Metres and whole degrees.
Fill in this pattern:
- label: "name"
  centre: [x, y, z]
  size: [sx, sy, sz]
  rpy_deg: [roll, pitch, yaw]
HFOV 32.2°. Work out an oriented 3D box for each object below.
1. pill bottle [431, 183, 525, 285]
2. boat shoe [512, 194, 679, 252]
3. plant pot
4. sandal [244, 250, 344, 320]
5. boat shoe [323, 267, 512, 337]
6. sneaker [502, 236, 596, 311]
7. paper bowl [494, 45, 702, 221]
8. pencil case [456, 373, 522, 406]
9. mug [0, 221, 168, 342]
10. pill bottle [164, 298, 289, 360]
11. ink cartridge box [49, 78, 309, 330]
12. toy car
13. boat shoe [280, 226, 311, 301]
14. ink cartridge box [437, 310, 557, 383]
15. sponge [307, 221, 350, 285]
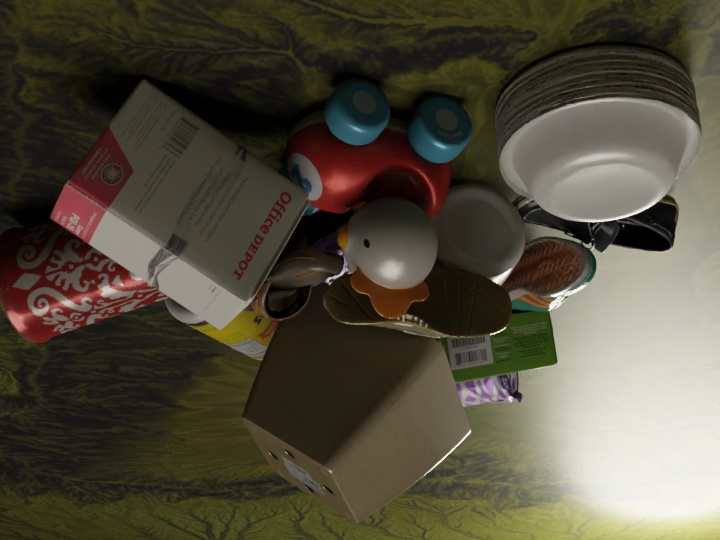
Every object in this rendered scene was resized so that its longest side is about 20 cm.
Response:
- label: "pill bottle"
  centre: [0.108, -0.004, 1.439]
  size: [0.115, 0.117, 0.200]
  rpy_deg: [4, 154, -11]
- label: "boat shoe"
  centre: [0.267, -0.057, 1.404]
  size: [0.198, 0.063, 0.075]
  rpy_deg: [6, 154, -13]
- label: "plant pot"
  centre: [-0.017, 0.161, 1.420]
  size: [0.199, 0.177, 0.201]
  rpy_deg: [26, 154, 31]
- label: "sandal"
  centre: [-0.081, 0.024, 1.356]
  size: [0.081, 0.055, 0.199]
  rpy_deg: [5, 165, -35]
- label: "boat shoe"
  centre: [0.060, 0.035, 1.328]
  size: [0.199, 0.074, 0.063]
  rpy_deg: [0, 178, -6]
- label: "sneaker"
  centre: [0.220, 0.007, 1.462]
  size: [0.079, 0.072, 0.200]
  rpy_deg: [9, 168, -28]
- label: "paper bowl"
  centre: [0.233, -0.122, 1.226]
  size: [0.199, 0.105, 0.201]
  rpy_deg: [0, 153, 0]
- label: "pencil case"
  centre: [0.138, 0.167, 1.816]
  size: [0.198, 0.084, 0.086]
  rpy_deg: [-13, 108, 28]
- label: "mug"
  centre: [-0.287, -0.017, 1.420]
  size: [0.198, 0.178, 0.134]
  rpy_deg: [-15, 111, 16]
- label: "pill bottle"
  centre: [-0.139, 0.041, 1.521]
  size: [0.109, 0.110, 0.200]
  rpy_deg: [-17, 150, 29]
- label: "ink cartridge box"
  centre: [-0.170, -0.060, 1.193]
  size: [0.199, 0.147, 0.083]
  rpy_deg: [35, 146, -9]
- label: "toy car"
  centre: [0.011, -0.051, 1.243]
  size: [0.175, 0.202, 0.184]
  rpy_deg: [9, 151, -21]
- label: "boat shoe"
  centre: [-0.089, -0.018, 1.450]
  size: [0.072, 0.066, 0.201]
  rpy_deg: [-35, 152, 1]
- label: "ink cartridge box"
  centre: [0.156, 0.093, 1.646]
  size: [0.146, 0.077, 0.200]
  rpy_deg: [-9, -178, -9]
- label: "sponge"
  centre: [0.000, 0.000, 1.479]
  size: [0.111, 0.030, 0.200]
  rpy_deg: [-33, 155, -11]
